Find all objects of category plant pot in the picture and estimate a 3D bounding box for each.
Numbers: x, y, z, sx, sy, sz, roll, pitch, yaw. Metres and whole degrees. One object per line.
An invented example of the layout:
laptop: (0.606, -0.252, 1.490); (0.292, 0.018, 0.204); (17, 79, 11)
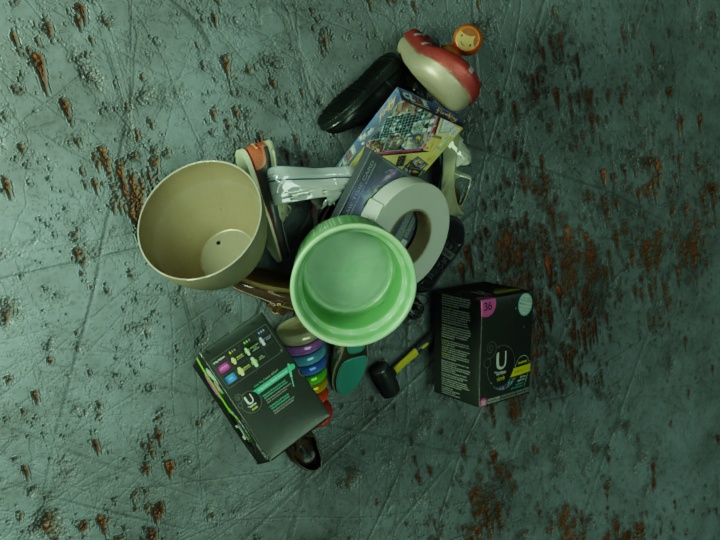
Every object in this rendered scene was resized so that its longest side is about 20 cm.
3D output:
plant pot: (-0.227, -0.049, 1.359); (0.201, 0.199, 0.135); (-50, 154, -12)

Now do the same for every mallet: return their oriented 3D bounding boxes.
mallet: (0.096, 0.150, 1.649); (0.200, 0.041, 0.066); (-46, 121, -19)

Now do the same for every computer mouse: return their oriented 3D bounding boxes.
computer mouse: (0.112, -0.022, 1.620); (0.138, 0.053, 0.201); (39, 91, -28)

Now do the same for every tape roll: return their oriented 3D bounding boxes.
tape roll: (0.072, -0.061, 1.500); (0.201, 0.037, 0.205); (-24, 128, -34)

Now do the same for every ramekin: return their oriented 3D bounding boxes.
ramekin: (-0.016, 0.009, 1.386); (0.197, 0.098, 0.202); (-3, 109, -8)

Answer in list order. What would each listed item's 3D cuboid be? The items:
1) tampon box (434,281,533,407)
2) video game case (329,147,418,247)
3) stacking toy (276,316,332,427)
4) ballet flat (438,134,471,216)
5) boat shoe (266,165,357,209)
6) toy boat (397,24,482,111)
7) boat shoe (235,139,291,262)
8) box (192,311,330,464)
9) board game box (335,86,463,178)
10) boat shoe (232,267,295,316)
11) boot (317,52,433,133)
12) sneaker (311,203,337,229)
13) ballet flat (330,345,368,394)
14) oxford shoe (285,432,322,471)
tampon box: (0.233, 0.135, 1.655); (0.149, 0.126, 0.203); (-9, 103, -39)
video game case: (0.039, -0.107, 1.485); (0.199, 0.019, 0.144); (25, 93, -49)
stacking toy: (-0.087, 0.184, 1.532); (0.085, 0.085, 0.202); (-23, 116, -24)
ballet flat: (0.171, -0.186, 1.587); (0.069, 0.069, 0.202); (-18, 127, -25)
boat shoe: (-0.064, -0.134, 1.435); (0.198, 0.073, 0.068); (-3, 90, -29)
toy boat: (0.153, -0.363, 1.484); (0.131, 0.201, 0.130); (-42, 120, 13)
boat shoe: (-0.148, -0.114, 1.445); (0.062, 0.071, 0.202); (-24, 106, -26)
box: (-0.163, 0.192, 1.406); (0.124, 0.149, 0.201); (-34, 86, -20)
board game box: (0.063, -0.208, 1.492); (0.134, 0.035, 0.200); (18, 132, -30)
boat shoe: (-0.122, 0.046, 1.467); (0.198, 0.071, 0.071); (13, 112, -7)
boot: (0.038, -0.261, 1.523); (0.198, 0.073, 0.163); (-45, 123, -13)
sneaker: (-0.051, -0.040, 1.500); (0.079, 0.086, 0.203); (-3, 101, -27)
ballet flat: (-0.019, 0.134, 1.554); (0.067, 0.063, 0.201); (-7, 133, -23)
oxford shoe: (-0.124, 0.271, 1.519); (0.073, 0.084, 0.201); (-43, 115, -13)
